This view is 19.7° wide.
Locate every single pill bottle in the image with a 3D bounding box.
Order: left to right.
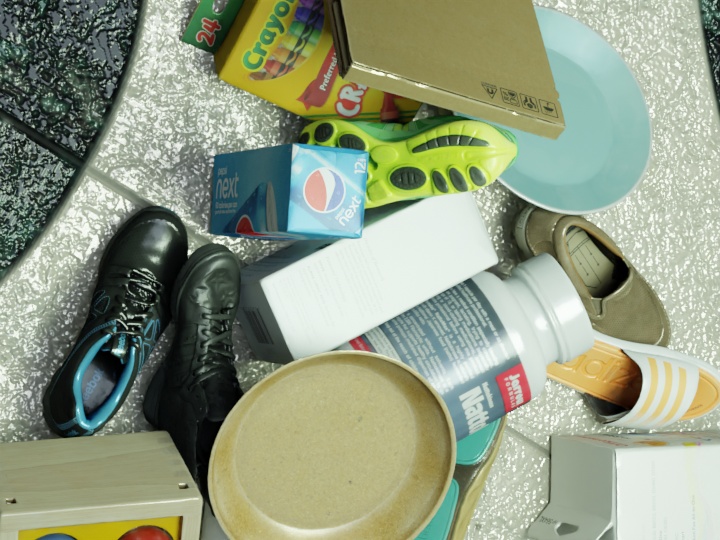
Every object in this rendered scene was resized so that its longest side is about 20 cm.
[{"bbox_3d":[0.087,0.070,1.712,0.199,0.120,0.120,-28,100,-7],"label":"pill bottle"}]

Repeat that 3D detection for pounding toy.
[{"bbox_3d":[-0.197,0.249,1.593,0.182,0.142,0.202,-3,117,-21],"label":"pounding toy"}]

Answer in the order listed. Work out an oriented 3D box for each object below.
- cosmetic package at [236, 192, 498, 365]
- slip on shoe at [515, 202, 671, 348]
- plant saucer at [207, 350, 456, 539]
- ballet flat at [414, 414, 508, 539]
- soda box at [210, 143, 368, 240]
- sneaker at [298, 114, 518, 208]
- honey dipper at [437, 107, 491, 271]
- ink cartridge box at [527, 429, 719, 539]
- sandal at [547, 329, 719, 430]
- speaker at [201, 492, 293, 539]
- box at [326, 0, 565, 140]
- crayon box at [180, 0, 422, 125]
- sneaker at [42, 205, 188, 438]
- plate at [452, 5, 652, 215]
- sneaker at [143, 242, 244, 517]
[{"bbox_3d":[0.000,0.000,1.700,0.199,0.113,0.082,-29,100,-20],"label":"cosmetic package"},{"bbox_3d":[0.213,0.013,1.792,0.076,0.060,0.200,-49,120,-15],"label":"slip on shoe"},{"bbox_3d":[-0.024,0.145,1.620,0.198,0.035,0.202,-6,116,-12],"label":"plant saucer"},{"bbox_3d":[0.076,0.177,1.757,0.068,0.063,0.201,16,62,19],"label":"ballet flat"},{"bbox_3d":[-0.059,-0.060,1.628,0.064,0.200,0.069,5,89,-20],"label":"soda box"},{"bbox_3d":[0.038,-0.087,1.664,0.083,0.198,0.075,-10,101,-57],"label":"sneaker"},{"bbox_3d":[0.081,-0.095,1.773,0.038,0.038,0.202,-16,101,-20],"label":"honey dipper"},{"bbox_3d":[0.256,0.207,1.791,0.198,0.128,0.127,0,90,-21],"label":"ink cartridge box"},{"bbox_3d":[0.221,0.102,1.800,0.205,0.060,0.080,17,128,-14],"label":"sandal"},{"bbox_3d":[-0.096,0.274,1.683,0.080,0.081,0.202,7,88,-21],"label":"speaker"},{"bbox_3d":[0.063,-0.192,1.643,0.198,0.021,0.165,13,46,-27],"label":"box"},{"bbox_3d":[-0.032,-0.191,1.690,0.198,0.051,0.128,22,113,-19],"label":"crayon box"},{"bbox_3d":[-0.184,0.044,1.645,0.073,0.082,0.202,24,81,-17],"label":"sneaker"},{"bbox_3d":[0.160,-0.135,1.777,0.198,0.026,0.202,11,61,-21],"label":"plate"},{"bbox_3d":[-0.118,0.089,1.638,0.060,0.104,0.201,4,114,-38],"label":"sneaker"}]
